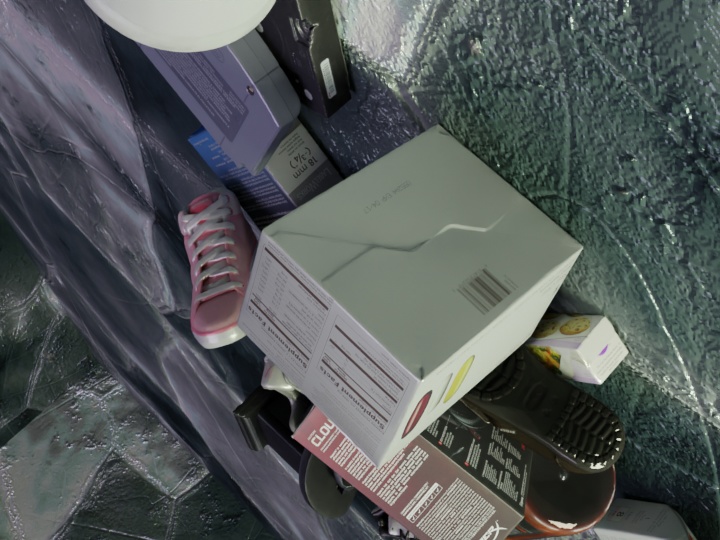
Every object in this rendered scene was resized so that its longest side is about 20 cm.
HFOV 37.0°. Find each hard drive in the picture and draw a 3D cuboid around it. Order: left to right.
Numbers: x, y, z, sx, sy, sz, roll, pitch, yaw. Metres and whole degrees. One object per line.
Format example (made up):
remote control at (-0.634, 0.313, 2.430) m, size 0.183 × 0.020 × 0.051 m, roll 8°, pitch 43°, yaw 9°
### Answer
hard drive at (-0.094, -0.228, 0.912) m, size 0.199 × 0.038 × 0.141 m, roll 35°, pitch 156°, yaw 33°

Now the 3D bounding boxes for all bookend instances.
bookend at (-0.001, 0.169, 1.199) m, size 0.198 × 0.200 × 0.093 m, roll 38°, pitch 159°, yaw 28°

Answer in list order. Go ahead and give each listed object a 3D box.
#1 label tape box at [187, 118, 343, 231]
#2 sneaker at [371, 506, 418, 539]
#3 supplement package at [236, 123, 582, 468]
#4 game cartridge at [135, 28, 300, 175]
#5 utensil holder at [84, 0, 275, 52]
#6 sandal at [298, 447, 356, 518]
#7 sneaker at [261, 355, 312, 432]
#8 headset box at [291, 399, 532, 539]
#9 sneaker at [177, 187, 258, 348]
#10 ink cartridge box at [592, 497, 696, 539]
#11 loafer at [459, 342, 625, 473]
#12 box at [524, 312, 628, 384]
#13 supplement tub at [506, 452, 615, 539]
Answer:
label tape box at (-0.076, -0.083, 1.100) m, size 0.201 × 0.063 × 0.144 m, roll 53°, pitch 160°, yaw -15°
sneaker at (0.077, 0.267, 1.086) m, size 0.075 × 0.079 × 0.199 m, roll 68°, pitch 161°, yaw -10°
supplement package at (0.037, 0.013, 0.797) m, size 0.155 × 0.199 × 0.112 m, roll 42°, pitch 141°, yaw 17°
game cartridge at (-0.133, -0.188, 0.939) m, size 0.201 × 0.040 × 0.133 m, roll 51°, pitch 156°, yaw 0°
utensil holder at (-0.104, -0.261, 0.693) m, size 0.171 × 0.170 × 0.200 m, roll 49°, pitch 157°, yaw -3°
sandal at (-0.012, 0.166, 1.091) m, size 0.043 × 0.075 × 0.204 m, roll 34°, pitch 116°, yaw 48°
sneaker at (-0.064, 0.077, 1.094) m, size 0.077 × 0.099 × 0.203 m, roll -4°, pitch 109°, yaw 52°
headset box at (0.041, 0.129, 0.880) m, size 0.199 × 0.075 × 0.149 m, roll 38°, pitch -160°, yaw -1°
sneaker at (-0.149, -0.012, 1.085) m, size 0.201 × 0.074 × 0.106 m, roll -92°, pitch -18°, yaw -58°
ink cartridge box at (0.321, 0.286, 0.961) m, size 0.164 × 0.057 × 0.199 m, roll 54°, pitch 152°, yaw -13°
loafer at (0.121, 0.104, 0.883) m, size 0.199 × 0.073 × 0.072 m, roll 40°, pitch 158°, yaw 20°
box at (0.147, 0.062, 0.921) m, size 0.039 × 0.041 × 0.199 m, roll 53°, pitch 161°, yaw -15°
supplement tub at (0.164, 0.209, 1.056) m, size 0.107 × 0.107 × 0.200 m, roll 47°, pitch 160°, yaw 3°
